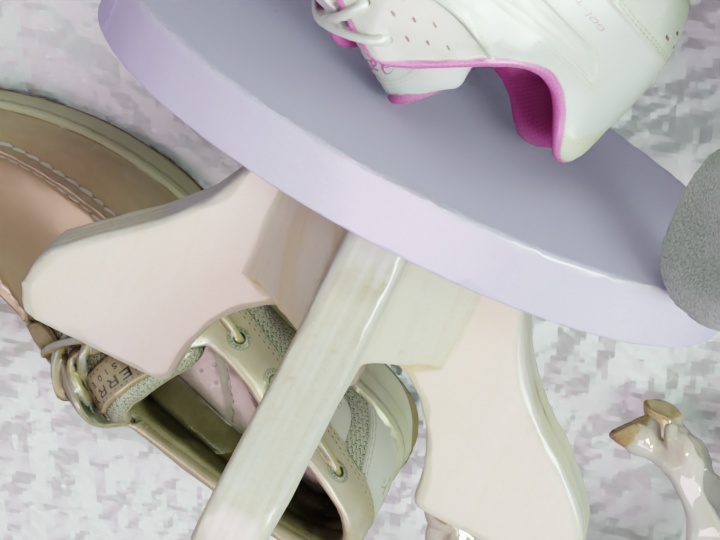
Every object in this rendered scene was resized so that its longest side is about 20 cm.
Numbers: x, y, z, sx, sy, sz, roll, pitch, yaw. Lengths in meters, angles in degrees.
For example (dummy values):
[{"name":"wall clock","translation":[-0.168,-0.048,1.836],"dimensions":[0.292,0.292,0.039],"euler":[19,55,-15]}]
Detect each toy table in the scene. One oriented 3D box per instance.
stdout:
[{"name":"toy table","translation":[0.000,0.000,0.843],"dimensions":[0.200,0.184,0.117],"euler":[32,115,12]}]

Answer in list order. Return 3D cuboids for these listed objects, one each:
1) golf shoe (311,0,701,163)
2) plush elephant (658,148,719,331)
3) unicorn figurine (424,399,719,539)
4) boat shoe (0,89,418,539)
[{"name":"golf shoe","translation":[0.005,-0.098,0.778],"dimensions":[0.199,0.075,0.092],"euler":[25,97,-17]},{"name":"plush elephant","translation":[0.172,-0.030,0.770],"dimensions":[0.200,0.155,0.165],"euler":[31,94,-48]},{"name":"unicorn figurine","translation":[0.084,0.120,0.947],"dimensions":[0.200,0.074,0.138],"euler":[-19,95,57]},{"name":"boat shoe","translation":[-0.070,0.018,0.938],"dimensions":[0.200,0.065,0.072],"euler":[40,129,-9]}]
